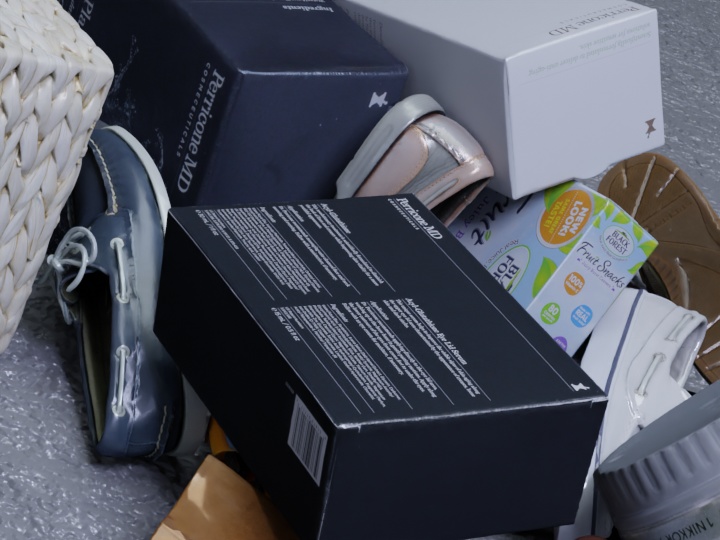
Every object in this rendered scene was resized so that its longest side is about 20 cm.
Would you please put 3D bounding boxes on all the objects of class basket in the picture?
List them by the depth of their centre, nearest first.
[{"bbox_3d":[-0.229,-0.061,1.154,0.123,0.200,0.136,3,31,-39],"label":"basket"}]

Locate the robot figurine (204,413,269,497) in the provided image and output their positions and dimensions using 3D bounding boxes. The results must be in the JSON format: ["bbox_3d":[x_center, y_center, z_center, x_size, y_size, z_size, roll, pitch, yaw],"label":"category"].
[{"bbox_3d":[-0.018,0.113,1.126,0.145,0.058,0.200,9,29,-16],"label":"robot figurine"}]

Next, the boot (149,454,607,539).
[{"bbox_3d":[0.006,0.150,1.023,0.200,0.069,0.188,31,58,11],"label":"boot"}]

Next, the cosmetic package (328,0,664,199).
[{"bbox_3d":[0.066,-0.116,1.243,0.108,0.085,0.200,-21,27,-29],"label":"cosmetic package"}]

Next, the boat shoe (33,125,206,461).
[{"bbox_3d":[-0.134,0.010,1.176,0.062,0.075,0.200,-1,64,-29],"label":"boat shoe"}]

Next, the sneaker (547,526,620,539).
[{"bbox_3d":[0.157,0.125,1.230,0.200,0.060,0.104,19,32,-2],"label":"sneaker"}]

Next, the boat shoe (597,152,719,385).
[{"bbox_3d":[0.207,0.020,1.299,0.072,0.072,0.200,-33,56,-2],"label":"boat shoe"}]

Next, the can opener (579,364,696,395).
[{"bbox_3d":[0.194,0.091,1.312,0.200,0.079,0.063,16,34,11],"label":"can opener"}]

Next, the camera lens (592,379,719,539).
[{"bbox_3d":[0.225,0.145,1.060,0.200,0.160,0.160,59,34,1],"label":"camera lens"}]

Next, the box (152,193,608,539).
[{"bbox_3d":[0.004,0.044,1.060,0.141,0.079,0.200,-6,32,-26],"label":"box"}]

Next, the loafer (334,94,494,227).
[{"bbox_3d":[0.000,0.000,1.199,0.063,0.200,0.072,41,27,19],"label":"loafer"}]

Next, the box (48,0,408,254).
[{"bbox_3d":[-0.096,-0.079,1.274,0.117,0.197,0.200,-4,36,-37],"label":"box"}]

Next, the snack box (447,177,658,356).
[{"bbox_3d":[0.058,-0.003,1.251,0.053,0.142,0.200,37,0,-34],"label":"snack box"}]

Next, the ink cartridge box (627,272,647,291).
[{"bbox_3d":[0.109,-0.037,1.393,0.200,0.044,0.174,51,10,31],"label":"ink cartridge box"}]

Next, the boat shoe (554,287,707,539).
[{"bbox_3d":[0.146,0.080,1.174,0.066,0.072,0.200,10,31,11],"label":"boat shoe"}]
